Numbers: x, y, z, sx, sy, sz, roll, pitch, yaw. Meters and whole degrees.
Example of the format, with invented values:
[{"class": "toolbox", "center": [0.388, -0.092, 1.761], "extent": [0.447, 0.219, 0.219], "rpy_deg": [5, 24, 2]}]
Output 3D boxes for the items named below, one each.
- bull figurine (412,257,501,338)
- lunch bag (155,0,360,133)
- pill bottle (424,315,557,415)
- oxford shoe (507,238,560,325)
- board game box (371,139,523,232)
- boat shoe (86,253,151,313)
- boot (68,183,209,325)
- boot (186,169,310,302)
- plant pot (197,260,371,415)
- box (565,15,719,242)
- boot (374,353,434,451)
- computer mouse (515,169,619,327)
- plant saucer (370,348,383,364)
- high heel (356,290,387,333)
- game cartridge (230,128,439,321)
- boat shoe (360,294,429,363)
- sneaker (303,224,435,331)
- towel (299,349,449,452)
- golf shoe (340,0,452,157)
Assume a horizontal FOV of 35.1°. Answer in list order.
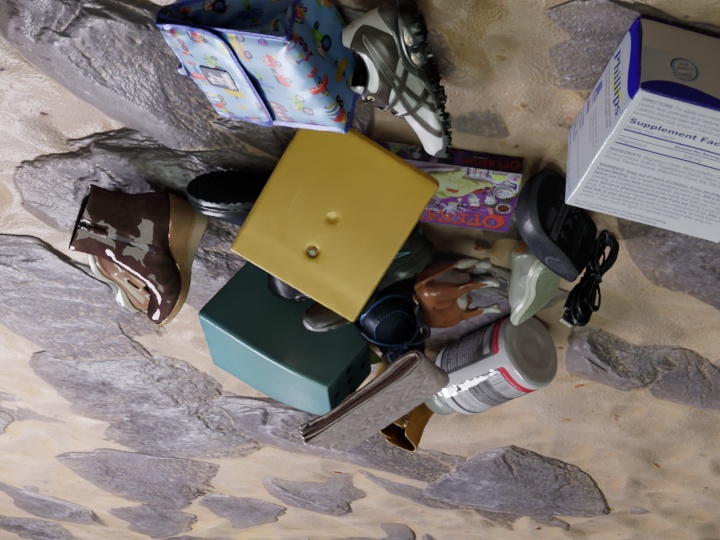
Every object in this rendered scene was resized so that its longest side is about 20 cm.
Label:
[{"class": "bull figurine", "center": [0.122, 0.036, 1.517], "extent": [0.121, 0.065, 0.200], "rpy_deg": [-16, 164, 2]}, {"class": "lunch bag", "center": [-0.113, -0.227, 1.204], "extent": [0.199, 0.094, 0.151], "rpy_deg": [4, 150, 30]}, {"class": "pill bottle", "center": [0.178, 0.144, 1.648], "extent": [0.111, 0.111, 0.200], "rpy_deg": [30, 141, -28]}, {"class": "oxford shoe", "center": [0.222, 0.012, 1.495], "extent": [0.058, 0.075, 0.200], "rpy_deg": [45, 164, 21]}, {"class": "board game box", "center": [0.090, -0.102, 1.378], "extent": [0.199, 0.032, 0.120], "rpy_deg": [7, 151, 3]}, {"class": "boat shoe", "center": [-0.321, -0.011, 1.578], "extent": [0.071, 0.076, 0.200], "rpy_deg": [-6, 151, 9]}, {"class": "boot", "center": [-0.303, -0.020, 1.501], "extent": [0.166, 0.072, 0.201], "rpy_deg": [9, 121, -25]}, {"class": "boot", "center": [-0.116, -0.038, 1.439], "extent": [0.199, 0.077, 0.169], "rpy_deg": [2, 127, 1]}, {"class": "plant pot", "center": [-0.089, 0.096, 1.539], "extent": [0.200, 0.141, 0.141], "rpy_deg": [31, 153, 22]}, {"class": "box", "center": [0.334, -0.142, 1.188], "extent": [0.183, 0.105, 0.200], "rpy_deg": [14, 147, -6]}, {"class": "boot", "center": [0.094, 0.214, 1.742], "extent": [0.201, 0.144, 0.071], "rpy_deg": [31, 141, -30]}, {"class": "computer mouse", "center": [0.236, -0.038, 1.371], "extent": [0.053, 0.139, 0.200], "rpy_deg": [1, 141, 43]}, {"class": "plant saucer", "center": [-0.067, 0.135, 1.684], "extent": [0.199, 0.031, 0.200], "rpy_deg": [-8, 176, -1]}, {"class": "high heel", "center": [0.027, 0.037, 1.554], "extent": [0.200, 0.072, 0.142], "rpy_deg": [35, 146, -20]}, {"class": "game cartridge", "center": [-0.031, -0.065, 1.339], "extent": [0.176, 0.032, 0.200], "rpy_deg": [31, 106, -5]}, {"class": "boat shoe", "center": [0.059, 0.087, 1.506], "extent": [0.084, 0.069, 0.200], "rpy_deg": [-36, 156, 7]}, {"class": "sneaker", "center": [0.000, 0.000, 1.431], "extent": [0.075, 0.200, 0.079], "rpy_deg": [14, 138, 60]}, {"class": "towel", "center": [0.022, 0.177, 1.514], "extent": [0.191, 0.032, 0.200], "rpy_deg": [-34, 162, 5]}, {"class": "golf shoe", "center": [0.040, -0.195, 1.196], "extent": [0.094, 0.078, 0.200], "rpy_deg": [-16, 132, 9]}]
